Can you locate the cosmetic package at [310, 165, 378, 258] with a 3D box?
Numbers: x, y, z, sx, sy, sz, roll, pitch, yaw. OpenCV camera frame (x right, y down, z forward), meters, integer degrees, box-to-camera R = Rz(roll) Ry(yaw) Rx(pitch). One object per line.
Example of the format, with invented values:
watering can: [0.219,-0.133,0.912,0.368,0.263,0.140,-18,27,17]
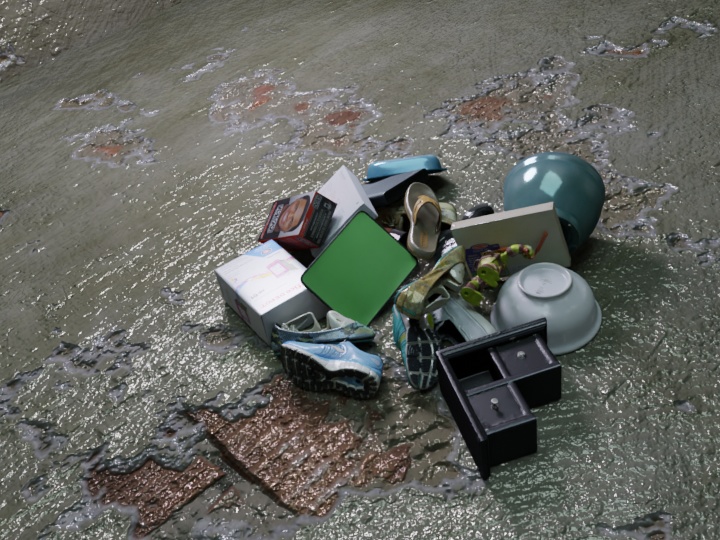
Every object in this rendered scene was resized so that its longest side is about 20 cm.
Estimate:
cosmetic package: [-0.052,-0.118,1.683,0.151,0.051,0.201,-46,30,14]

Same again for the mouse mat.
mouse mat: [0.000,0.000,1.536,0.161,0.008,0.200,41,68,0]

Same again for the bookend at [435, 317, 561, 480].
bookend: [0.243,0.196,1.264,0.195,0.093,0.201,-16,39,-6]

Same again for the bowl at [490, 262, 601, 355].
bowl: [0.329,0.050,1.430,0.197,0.091,0.203,-8,37,6]

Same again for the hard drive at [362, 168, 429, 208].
hard drive: [0.040,-0.170,1.756,0.139,0.033,0.199,-34,17,-34]

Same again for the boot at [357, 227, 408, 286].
boot: [-0.022,-0.029,1.645,0.198,0.069,0.190,11,57,36]

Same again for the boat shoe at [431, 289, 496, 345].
boat shoe: [0.162,0.091,1.438,0.071,0.071,0.200,-27,41,-22]

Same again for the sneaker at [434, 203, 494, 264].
sneaker: [0.217,-0.056,1.621,0.198,0.061,0.104,-33,39,-16]

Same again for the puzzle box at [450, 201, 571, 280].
puzzle box: [0.281,-0.050,1.498,0.197,0.134,0.026,-10,36,25]

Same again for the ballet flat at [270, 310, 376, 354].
ballet flat: [-0.071,0.108,1.468,0.196,0.075,0.075,-9,37,2]

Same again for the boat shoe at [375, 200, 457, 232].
boat shoe: [0.107,-0.103,1.694,0.196,0.074,0.063,-6,35,9]

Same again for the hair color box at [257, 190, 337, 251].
hair color box: [-0.134,-0.098,1.664,0.199,0.061,0.103,-5,61,58]

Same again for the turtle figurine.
turtle figurine: [0.242,-0.006,1.444,0.199,0.065,0.161,-37,0,30]

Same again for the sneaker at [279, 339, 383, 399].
sneaker: [-0.050,0.164,1.413,0.197,0.080,0.090,14,33,17]

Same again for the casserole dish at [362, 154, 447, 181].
casserole dish: [0.101,-0.237,1.846,0.196,0.040,0.121,-6,3,8]

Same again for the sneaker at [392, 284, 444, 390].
sneaker: [0.096,0.124,1.416,0.076,0.080,0.202,11,50,-22]

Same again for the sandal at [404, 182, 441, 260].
sandal: [0.131,-0.108,1.612,0.079,0.054,0.202,15,46,-11]

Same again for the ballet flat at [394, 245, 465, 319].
ballet flat: [0.141,0.025,1.413,0.070,0.072,0.199,22,42,36]

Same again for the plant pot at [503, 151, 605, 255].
plant pot: [0.366,-0.106,1.537,0.197,0.202,0.135,2,45,17]

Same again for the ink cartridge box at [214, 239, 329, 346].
ink cartridge box: [-0.175,0.040,1.579,0.143,0.086,0.199,-30,42,-23]
